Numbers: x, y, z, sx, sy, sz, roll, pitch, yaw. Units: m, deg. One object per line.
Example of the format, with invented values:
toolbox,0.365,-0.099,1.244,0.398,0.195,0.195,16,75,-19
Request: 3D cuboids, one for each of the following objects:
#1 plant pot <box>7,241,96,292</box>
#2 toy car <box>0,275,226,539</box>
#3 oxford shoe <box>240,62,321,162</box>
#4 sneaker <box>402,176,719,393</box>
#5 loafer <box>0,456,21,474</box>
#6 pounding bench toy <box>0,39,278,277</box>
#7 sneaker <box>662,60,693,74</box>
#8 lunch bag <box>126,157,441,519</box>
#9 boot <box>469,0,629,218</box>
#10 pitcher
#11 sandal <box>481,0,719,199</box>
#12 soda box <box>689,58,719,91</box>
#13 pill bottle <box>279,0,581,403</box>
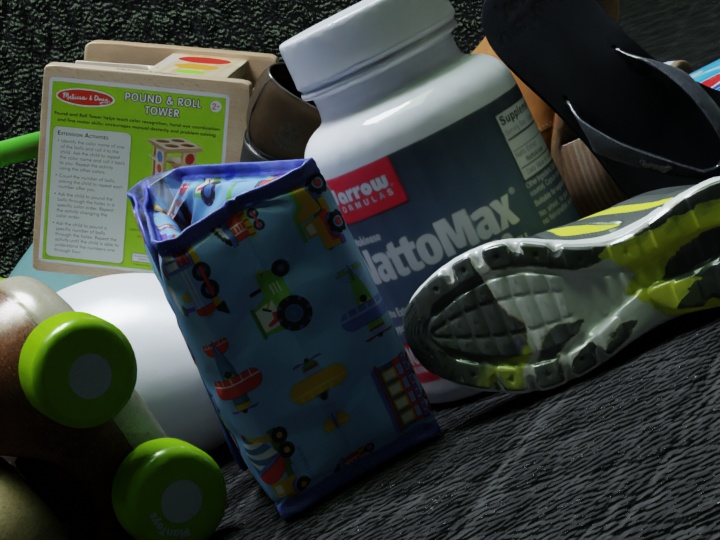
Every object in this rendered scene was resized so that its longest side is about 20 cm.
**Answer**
plant pot,-0.160,0.037,1.696,0.141,0.142,0.200,-23,16,27
toy car,-0.196,0.117,1.269,0.200,0.158,0.164,-40,21,-15
oxford shoe,0.034,-0.085,1.444,0.199,0.085,0.073,3,36,-8
sneaker,0.119,0.007,1.223,0.199,0.075,0.085,-16,3,9
loafer,-0.239,0.160,1.386,0.073,0.071,0.200,-10,33,46
pounding bench toy,-0.159,-0.074,1.564,0.199,0.125,0.156,5,12,4
sneaker,0.149,-0.091,1.591,0.108,0.071,0.200,-5,6,20
lunch bag,-0.057,0.023,1.287,0.094,0.151,0.200,-28,13,-13
boot,0.069,-0.104,1.379,0.154,0.201,0.074,-20,-10,28
pitcher,-0.100,0.057,1.482,0.199,0.122,0.171,-12,-6,19
sandal,0.142,-0.081,1.285,0.076,0.200,0.043,-53,-8,-1
soda box,0.227,-0.083,1.434,0.064,0.068,0.200,-26,7,1
pill bottle,0.040,-0.045,1.298,0.119,0.201,0.120,-26,7,3
